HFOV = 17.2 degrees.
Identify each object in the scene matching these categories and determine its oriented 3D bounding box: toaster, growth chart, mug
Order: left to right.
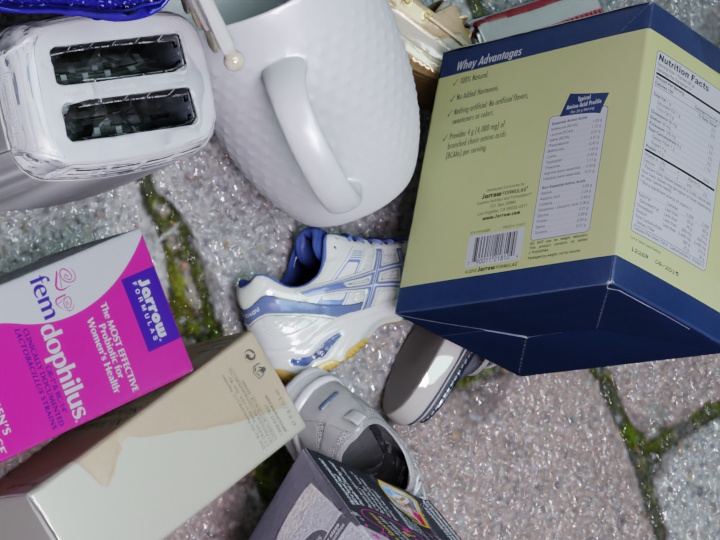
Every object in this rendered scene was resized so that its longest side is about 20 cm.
[{"bbox_3d":[-0.181,-0.104,1.518,0.199,0.129,0.114,-9,89,-37],"label":"toaster"},{"bbox_3d":[-0.136,-0.221,1.492,0.018,0.200,0.145,-31,146,-5],"label":"growth chart"},{"bbox_3d":[-0.034,-0.114,1.594,0.147,0.200,0.176,-21,117,7],"label":"mug"}]

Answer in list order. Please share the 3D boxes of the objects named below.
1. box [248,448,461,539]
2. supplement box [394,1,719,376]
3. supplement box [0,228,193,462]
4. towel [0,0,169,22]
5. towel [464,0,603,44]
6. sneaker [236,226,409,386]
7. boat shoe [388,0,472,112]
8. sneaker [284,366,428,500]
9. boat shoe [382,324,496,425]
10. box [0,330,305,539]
[{"bbox_3d":[-0.024,0.241,1.525,0.114,0.132,0.201,24,102,-29],"label":"box"},{"bbox_3d":[0.152,-0.051,1.623,0.134,0.199,0.201,27,65,-39],"label":"supplement box"},{"bbox_3d":[-0.221,0.058,1.480,0.199,0.103,0.102,-26,97,-38],"label":"supplement box"},{"bbox_3d":[-0.222,-0.183,1.465,0.147,0.200,0.050,4,99,-35],"label":"towel"},{"bbox_3d":[0.163,-0.113,1.840,0.144,0.023,0.201,-21,95,-38],"label":"towel"},{"bbox_3d":[0.000,0.000,1.668,0.200,0.075,0.088,-33,101,-36],"label":"sneaker"},{"bbox_3d":[0.048,-0.167,1.732,0.199,0.074,0.069,30,72,-28],"label":"boat shoe"},{"bbox_3d":[0.010,0.157,1.622,0.075,0.082,0.200,-46,128,-15],"label":"sneaker"},{"bbox_3d":[0.095,0.048,1.728,0.093,0.075,0.201,39,61,-16],"label":"boat shoe"},{"bbox_3d":[-0.143,0.126,1.531,0.200,0.095,0.078,-37,103,-36],"label":"box"}]
